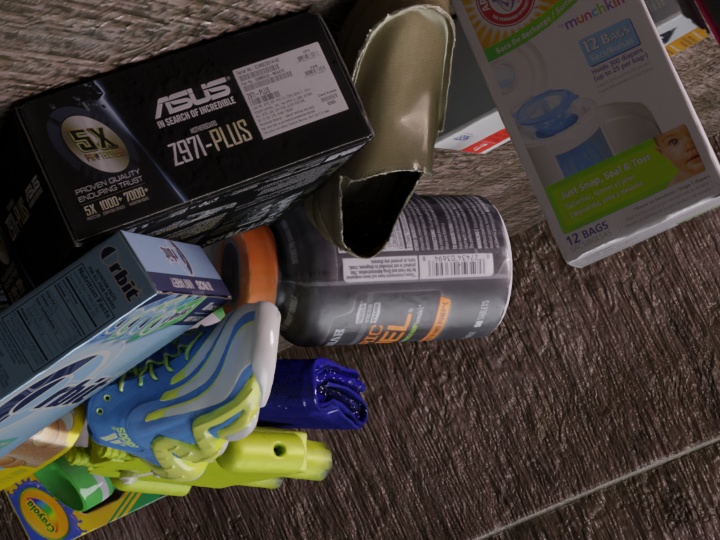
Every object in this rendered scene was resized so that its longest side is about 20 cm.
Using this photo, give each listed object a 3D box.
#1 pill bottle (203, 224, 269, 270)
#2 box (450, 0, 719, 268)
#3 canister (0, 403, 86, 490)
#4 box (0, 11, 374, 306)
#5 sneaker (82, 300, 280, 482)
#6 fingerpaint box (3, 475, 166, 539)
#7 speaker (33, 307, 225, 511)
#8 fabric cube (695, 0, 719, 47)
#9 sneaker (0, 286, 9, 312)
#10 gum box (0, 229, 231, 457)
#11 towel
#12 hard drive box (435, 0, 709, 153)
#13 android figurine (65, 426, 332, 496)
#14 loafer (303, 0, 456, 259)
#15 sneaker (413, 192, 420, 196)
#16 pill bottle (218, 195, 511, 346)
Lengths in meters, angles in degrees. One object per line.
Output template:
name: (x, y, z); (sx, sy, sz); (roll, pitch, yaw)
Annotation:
pill bottle: (-0.053, -0.029, 1.517); (0.108, 0.109, 0.200); (-28, 173, 26)
box: (0.143, -0.115, 1.101); (0.112, 0.201, 0.101); (-24, 174, 10)
canister: (-0.301, 0.083, 1.162); (0.199, 0.087, 0.148); (20, 142, -41)
box: (-0.117, -0.062, 1.041); (0.199, 0.087, 0.164); (-22, 173, -26)
sneaker: (-0.124, 0.076, 1.121); (0.104, 0.076, 0.200); (15, 142, -17)
fingerpaint box: (-0.251, 0.122, 1.532); (0.166, 0.201, 0.073); (-24, -171, 1)
speaker: (-0.185, 0.105, 1.442); (0.200, 0.089, 0.088); (-45, -175, -28)
fabric cube: (0.376, -0.211, 1.232); (0.196, 0.201, 0.199); (-31, 172, 39)
sneaker: (-0.242, 0.000, 1.193); (0.075, 0.079, 0.200); (12, 149, -20)
gum box: (-0.185, 0.053, 1.013); (0.199, 0.045, 0.170); (-33, 173, 7)
towel: (-0.104, 0.084, 1.273); (0.199, 0.050, 0.148); (0, 168, 14)
hard drive box: (0.141, -0.165, 1.270); (0.199, 0.077, 0.156); (-27, 174, 18)
android figurine: (-0.126, 0.143, 1.327); (0.199, 0.041, 0.182); (10, 162, -39)
loafer: (0.019, -0.090, 1.077); (0.076, 0.068, 0.201); (-6, 133, -24)
sneaker: (0.005, -0.049, 1.353); (0.077, 0.146, 0.202); (-39, 175, 3)
pill bottle: (0.000, 0.000, 1.259); (0.199, 0.107, 0.106); (-2, 166, -21)
